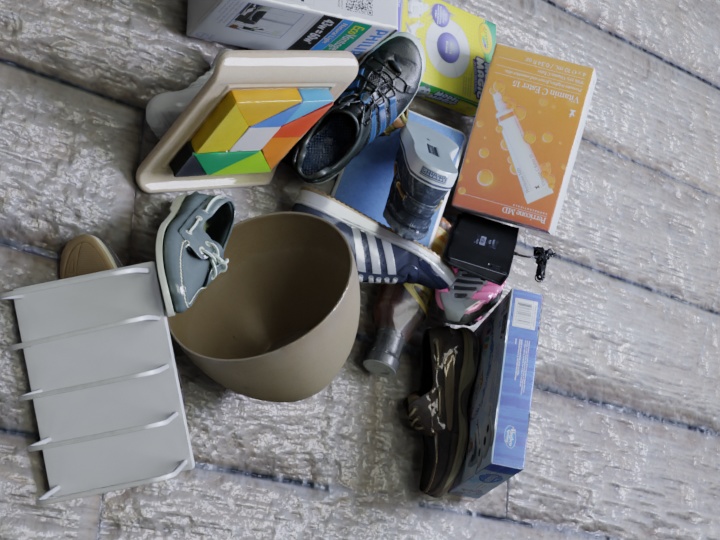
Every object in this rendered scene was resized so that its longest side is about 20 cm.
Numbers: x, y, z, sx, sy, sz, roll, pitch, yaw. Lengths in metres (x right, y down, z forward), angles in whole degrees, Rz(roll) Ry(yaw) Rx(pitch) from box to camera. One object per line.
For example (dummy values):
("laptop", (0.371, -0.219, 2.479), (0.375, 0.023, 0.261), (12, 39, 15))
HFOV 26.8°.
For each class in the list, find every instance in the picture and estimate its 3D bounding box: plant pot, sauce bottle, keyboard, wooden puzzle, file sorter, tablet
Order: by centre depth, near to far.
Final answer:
("file sorter", (-0.243, 0.101, 1.383), (0.138, 0.125, 0.201), (-11, 89, -1))
("wooden puzzle", (-0.113, -0.147, 1.550), (0.184, 0.200, 0.037), (-7, 59, -42))
("plant pot", (-0.083, 0.057, 1.551), (0.201, 0.199, 0.135), (-59, 143, -32))
("keyboard", (0.162, -0.019, 1.737), (0.200, 0.126, 0.021), (-61, 167, -70))
("sauce bottle", (0.053, 0.028, 1.747), (0.066, 0.066, 0.201), (36, 61, -32))
("tablet", (0.039, -0.100, 1.756), (0.129, 0.014, 0.201), (22, 63, -4))

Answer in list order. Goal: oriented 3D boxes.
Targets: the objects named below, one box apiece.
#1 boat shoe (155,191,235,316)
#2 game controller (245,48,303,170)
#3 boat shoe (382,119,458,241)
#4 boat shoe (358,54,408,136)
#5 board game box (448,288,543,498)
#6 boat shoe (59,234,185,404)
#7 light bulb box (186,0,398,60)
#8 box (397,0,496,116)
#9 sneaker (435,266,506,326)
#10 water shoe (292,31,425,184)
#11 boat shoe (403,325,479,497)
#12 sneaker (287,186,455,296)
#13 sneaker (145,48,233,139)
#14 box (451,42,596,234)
("boat shoe", (-0.161, -0.022, 1.497), (0.200, 0.061, 0.073), (-87, 170, -62))
("game controller", (-0.066, -0.209, 1.709), (0.104, 0.042, 0.201), (-25, 98, -27))
("boat shoe", (0.061, -0.103, 1.695), (0.071, 0.091, 0.200), (25, 18, -6))
("boat shoe", (0.013, -0.247, 1.737), (0.072, 0.068, 0.201), (17, 58, -63))
("board game box", (0.154, 0.145, 1.731), (0.043, 0.199, 0.201), (12, 71, -7))
("boat shoe", (-0.231, 0.058, 1.485), (0.201, 0.072, 0.065), (64, 25, 3))
("light bulb box", (-0.072, -0.345, 1.631), (0.199, 0.125, 0.200), (8, 74, -26))
("box", (0.101, -0.266, 1.859), (0.199, 0.048, 0.118), (15, 72, -41))
("sneaker", (0.133, 0.031, 1.781), (0.200, 0.079, 0.096), (-49, 151, -61))
("water shoe", (0.004, -0.173, 1.644), (0.071, 0.079, 0.200), (38, 92, -5))
("boat shoe", (0.085, 0.161, 1.756), (0.073, 0.074, 0.201), (12, 77, -13))
("sneaker", (0.000, 0.000, 1.664), (0.199, 0.070, 0.109), (28, 79, -10))
("sneaker", (-0.151, -0.187, 1.608), (0.199, 0.078, 0.100), (-8, 71, -43))
("box", (0.198, -0.156, 1.814), (0.097, 0.124, 0.201), (5, 100, -80))
